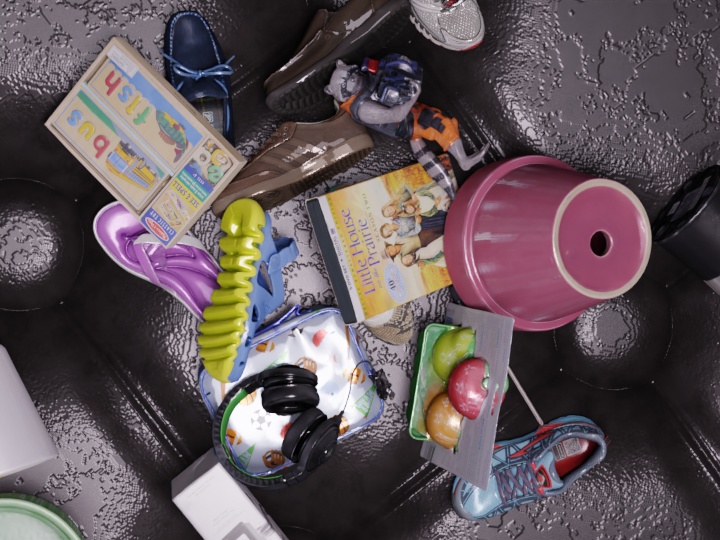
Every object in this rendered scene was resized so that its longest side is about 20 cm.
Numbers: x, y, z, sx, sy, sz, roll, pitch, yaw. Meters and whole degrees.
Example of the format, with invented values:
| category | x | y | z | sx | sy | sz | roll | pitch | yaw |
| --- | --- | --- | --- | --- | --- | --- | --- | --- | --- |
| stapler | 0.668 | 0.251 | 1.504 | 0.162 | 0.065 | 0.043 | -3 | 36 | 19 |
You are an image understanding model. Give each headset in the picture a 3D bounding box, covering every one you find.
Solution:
| category | x | y | z | sx | sy | sz | roll | pitch | yaw |
| --- | --- | --- | --- | --- | --- | --- | --- | --- | --- |
| headset | -0.060 | 0.159 | 1.468 | 0.200 | 0.094 | 0.124 | -27 | 67 | 0 |

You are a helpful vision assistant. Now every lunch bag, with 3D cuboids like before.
| category | x | y | z | sx | sy | sz | roll | pitch | yaw |
| --- | --- | --- | --- | --- | --- | --- | --- | --- | --- |
| lunch bag | -0.077 | 0.130 | 1.540 | 0.199 | 0.076 | 0.161 | -26 | 93 | -6 |

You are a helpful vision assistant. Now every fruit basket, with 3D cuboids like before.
| category | x | y | z | sx | sy | sz | roll | pitch | yaw |
| --- | --- | --- | --- | --- | --- | --- | --- | --- | --- |
| fruit basket | 0.122 | 0.134 | 1.507 | 0.093 | 0.200 | 0.186 | 9 | 90 | -23 |

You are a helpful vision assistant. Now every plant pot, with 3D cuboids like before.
| category | x | y | z | sx | sy | sz | roll | pitch | yaw |
| --- | --- | --- | --- | --- | --- | --- | --- | --- | --- |
| plant pot | 0.218 | -0.032 | 1.501 | 0.199 | 0.179 | 0.201 | 1 | 88 | -25 |

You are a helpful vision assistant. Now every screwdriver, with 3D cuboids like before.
| category | x | y | z | sx | sy | sz | roll | pitch | yaw |
| --- | --- | --- | --- | --- | --- | --- | --- | --- | --- |
| screwdriver | 0.159 | 0.099 | 1.597 | 0.029 | 0.028 | 0.200 | -24 | 97 | 24 |

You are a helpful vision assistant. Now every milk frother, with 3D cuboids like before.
| category | x | y | z | sx | sy | sz | roll | pitch | yaw |
| --- | --- | --- | --- | --- | --- | --- | --- | --- | --- |
| milk frother | 0.472 | -0.045 | 1.551 | 0.188 | 0.200 | 0.181 | 39 | 82 | -8 |

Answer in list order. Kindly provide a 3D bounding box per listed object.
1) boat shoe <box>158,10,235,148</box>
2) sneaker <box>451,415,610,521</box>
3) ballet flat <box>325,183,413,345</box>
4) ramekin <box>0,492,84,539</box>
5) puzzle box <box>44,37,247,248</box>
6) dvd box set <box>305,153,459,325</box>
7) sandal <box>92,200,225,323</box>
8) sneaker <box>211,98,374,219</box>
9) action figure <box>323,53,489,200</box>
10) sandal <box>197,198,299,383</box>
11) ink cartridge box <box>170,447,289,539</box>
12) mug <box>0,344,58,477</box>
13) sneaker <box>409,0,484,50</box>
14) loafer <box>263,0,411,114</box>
| category | x | y | z | sx | sy | sz | roll | pitch | yaw |
| --- | --- | --- | --- | --- | --- | --- | --- | --- | --- |
| boat shoe | -0.170 | -0.194 | 1.516 | 0.084 | 0.069 | 0.201 | -17 | 94 | -7 |
| sneaker | 0.196 | 0.228 | 1.571 | 0.200 | 0.096 | 0.080 | -29 | 95 | -6 |
| ballet flat | 0.000 | 0.000 | 1.544 | 0.068 | 0.075 | 0.201 | -19 | 96 | 20 |
| ramekin | -0.388 | 0.340 | 1.488 | 0.199 | 0.098 | 0.201 | 0 | 92 | -8 |
| puzzle box | -0.237 | -0.139 | 1.487 | 0.200 | 0.025 | 0.133 | 44 | 107 | 6 |
| dvd box set | 0.041 | -0.038 | 1.526 | 0.200 | 0.029 | 0.147 | -20 | 95 | -37 |
| sandal | -0.208 | -0.010 | 1.527 | 0.202 | 0.050 | 0.083 | 36 | 86 | -8 |
| sneaker | -0.087 | -0.126 | 1.543 | 0.199 | 0.070 | 0.076 | -25 | 76 | -10 |
| action figure | 0.046 | -0.165 | 1.491 | 0.193 | 0.200 | 0.105 | 32 | 109 | 1 |
| sandal | -0.117 | 0.027 | 1.487 | 0.087 | 0.079 | 0.201 | 17 | 85 | -40 |
| ink cartridge box | -0.124 | 0.301 | 1.517 | 0.067 | 0.116 | 0.200 | -39 | 97 | -6 |
| mug | -0.437 | 0.159 | 1.457 | 0.186 | 0.149 | 0.154 | -19 | 87 | -14 |
| sneaker | 0.077 | -0.338 | 1.541 | 0.078 | 0.082 | 0.200 | -34 | 97 | -6 |
| loafer | -0.035 | -0.254 | 1.542 | 0.200 | 0.073 | 0.071 | -39 | 69 | -8 |
